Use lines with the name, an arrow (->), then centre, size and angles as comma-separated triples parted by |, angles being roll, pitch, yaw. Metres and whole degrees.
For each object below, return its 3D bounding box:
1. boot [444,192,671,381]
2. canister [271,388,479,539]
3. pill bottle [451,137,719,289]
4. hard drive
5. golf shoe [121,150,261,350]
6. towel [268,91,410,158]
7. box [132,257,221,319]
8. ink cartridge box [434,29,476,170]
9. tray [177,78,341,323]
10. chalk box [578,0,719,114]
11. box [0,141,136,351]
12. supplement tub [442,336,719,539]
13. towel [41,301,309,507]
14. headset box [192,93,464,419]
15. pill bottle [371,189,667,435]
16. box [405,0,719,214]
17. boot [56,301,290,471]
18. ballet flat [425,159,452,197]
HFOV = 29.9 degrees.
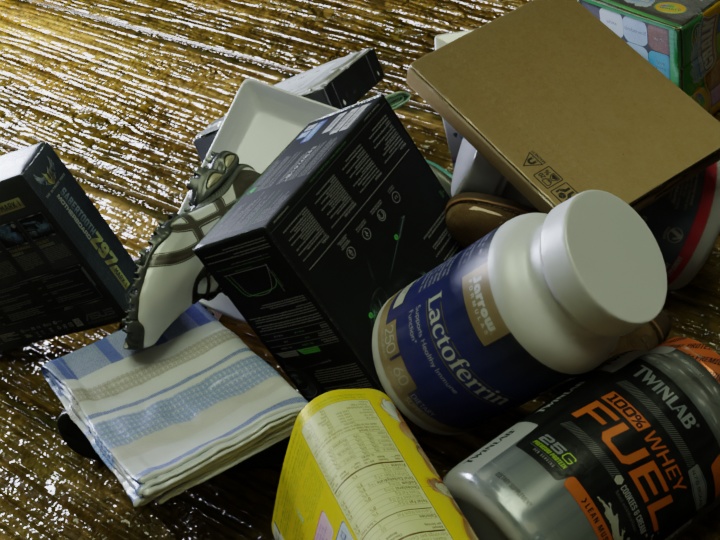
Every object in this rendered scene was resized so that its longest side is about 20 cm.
boot -> 0.140, 0.016, 1.031 | 0.199, 0.074, 0.076 | 36, 61, 2
canister -> 0.015, 0.188, 0.859 | 0.086, 0.149, 0.200 | 0, 31, -24
pill bottle -> 0.179, -0.069, 1.078 | 0.199, 0.120, 0.120 | 18, 41, -6
hard drive -> -0.064, -0.157, 1.286 | 0.139, 0.038, 0.200 | -19, 14, 20
golf shoe -> -0.116, -0.010, 1.066 | 0.094, 0.078, 0.201 | 25, 55, 5
towel -> -0.057, -0.131, 1.294 | 0.152, 0.024, 0.200 | -29, 13, -20
box -> -0.214, 0.014, 1.223 | 0.199, 0.042, 0.039 | 5, 42, 23
ink cartridge box -> 0.135, -0.123, 1.174 | 0.116, 0.200, 0.068 | -7, 58, 9
tray -> -0.094, -0.060, 1.155 | 0.107, 0.022, 0.201 | 22, 79, 19
chalk box -> 0.291, -0.218, 1.283 | 0.200, 0.124, 0.124 | -36, 45, -24
box -> -0.302, -0.012, 1.147 | 0.199, 0.158, 0.051 | -15, 34, 30
supplement tub -> 0.162, 0.135, 0.896 | 0.199, 0.123, 0.122 | -32, 42, -21
towel -> -0.140, 0.090, 1.001 | 0.146, 0.024, 0.200 | -24, 35, -23
headset box -> 0.000, 0.000, 1.052 | 0.092, 0.200, 0.174 | -14, 29, 47
pill bottle -> 0.107, 0.030, 0.932 | 0.200, 0.116, 0.116 | -35, 19, 45
box -> 0.158, -0.122, 1.020 | 0.163, 0.021, 0.200 | -30, 60, -24
boot -> -0.128, 0.083, 1.089 | 0.202, 0.074, 0.154 | -1, 38, 14
ballet flat -> 0.024, -0.077, 1.244 | 0.064, 0.068, 0.200 | -36, 37, -15
